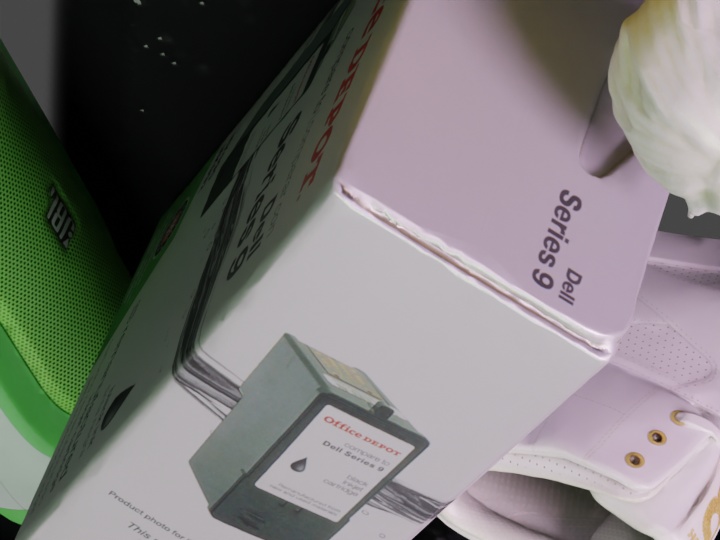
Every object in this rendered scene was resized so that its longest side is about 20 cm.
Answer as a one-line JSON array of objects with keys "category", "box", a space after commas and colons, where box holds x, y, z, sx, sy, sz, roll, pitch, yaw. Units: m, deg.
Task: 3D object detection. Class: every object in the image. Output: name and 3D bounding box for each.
[{"category": "sneaker", "box": [0.117, 0.047, 0.747, 0.199, 0.116, 0.074, 2, 134, 17]}, {"category": "speaker", "box": [-0.123, -0.013, 0.795, 0.088, 0.089, 0.200, -5, 133, 25]}, {"category": "grandmother figurine", "box": [0.142, -0.019, 0.655, 0.199, 0.061, 0.122, 21, 108, -31]}, {"category": "ink cartridge box", "box": [0.000, 0.000, 0.718, 0.084, 0.146, 0.200, 31, 137, -11]}]
